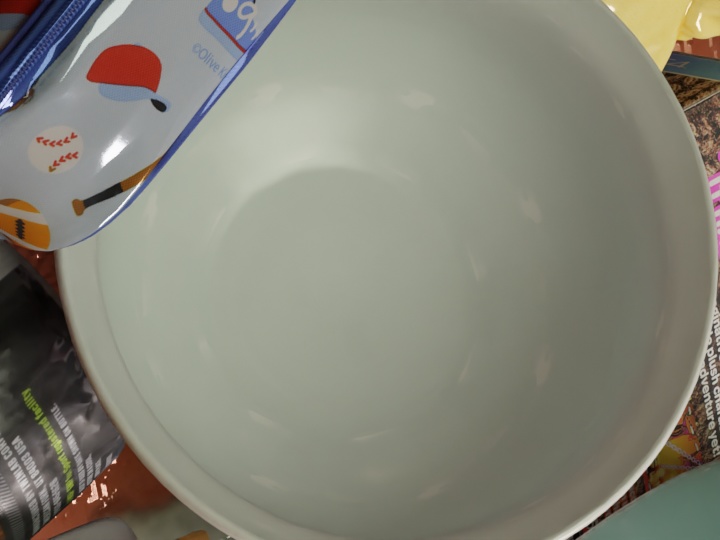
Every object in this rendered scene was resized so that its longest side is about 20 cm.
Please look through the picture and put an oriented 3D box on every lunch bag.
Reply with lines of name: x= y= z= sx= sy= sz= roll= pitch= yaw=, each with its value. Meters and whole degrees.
lunch bag: x=-0.093 y=-0.103 z=0.815 sx=0.075 sy=0.200 sz=0.161 roll=37 pitch=90 yaw=-37

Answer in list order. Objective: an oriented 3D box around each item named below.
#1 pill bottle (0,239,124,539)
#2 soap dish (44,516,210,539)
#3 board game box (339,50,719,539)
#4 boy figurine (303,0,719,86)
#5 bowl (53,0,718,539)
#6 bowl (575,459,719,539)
pill bottle: x=-0.172 y=0.077 z=0.850 sx=0.200 sy=0.106 sz=0.107 roll=-43 pitch=124 yaw=-24
soap dish: x=-0.121 y=0.162 z=0.851 sx=0.158 sy=0.081 sz=0.200 roll=-51 pitch=166 yaw=20
board game box: x=0.056 y=0.029 z=1.033 sx=0.199 sy=0.097 sz=0.160 roll=-27 pitch=117 yaw=-32
boy figurine: x=0.065 y=-0.095 z=0.960 sx=0.199 sy=0.065 sz=0.125 roll=-17 pitch=141 yaw=-16
bowl: x=0.000 y=0.000 z=0.870 sx=0.200 sy=0.090 sz=0.202 roll=4 pitch=75 yaw=-13
bowl: x=0.097 y=0.171 z=0.997 sx=0.200 sy=0.105 sz=0.201 roll=-34 pitch=156 yaw=-17
